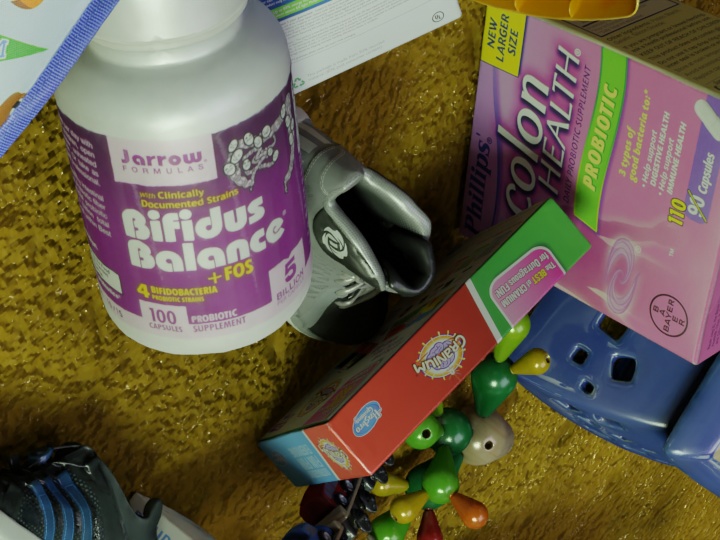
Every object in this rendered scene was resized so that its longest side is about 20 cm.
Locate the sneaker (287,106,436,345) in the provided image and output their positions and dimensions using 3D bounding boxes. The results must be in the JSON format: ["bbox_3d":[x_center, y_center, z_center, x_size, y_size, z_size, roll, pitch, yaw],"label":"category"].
[{"bbox_3d":[0.000,0.000,0.886,0.075,0.115,0.200,-47,144,-16],"label":"sneaker"}]

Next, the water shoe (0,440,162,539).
[{"bbox_3d":[-0.177,0.123,0.817,0.200,0.071,0.079,47,49,-53],"label":"water shoe"}]

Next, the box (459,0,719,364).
[{"bbox_3d":[0.173,-0.073,0.976,0.096,0.199,0.177,-26,134,-38],"label":"box"}]

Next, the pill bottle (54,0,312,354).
[{"bbox_3d":[-0.085,-0.066,0.734,0.112,0.112,0.201,-36,139,-30],"label":"pill bottle"}]

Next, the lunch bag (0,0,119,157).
[{"bbox_3d":[-0.164,-0.135,0.525,0.170,0.124,0.201,33,94,-27],"label":"lunch bag"}]

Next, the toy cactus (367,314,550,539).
[{"bbox_3d":[0.081,0.117,1.112,0.165,0.102,0.201,20,91,-65],"label":"toy cactus"}]

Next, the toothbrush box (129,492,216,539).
[{"bbox_3d":[-0.123,0.257,0.897,0.201,0.146,0.085,-56,146,-6],"label":"toothbrush box"}]

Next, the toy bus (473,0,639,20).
[{"bbox_3d":[0.101,-0.262,0.820,0.193,0.135,0.200,-63,145,-18],"label":"toy bus"}]

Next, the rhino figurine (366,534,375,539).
[{"bbox_3d":[-0.041,0.273,1.075,0.087,0.060,0.201,30,90,-12],"label":"rhino figurine"}]

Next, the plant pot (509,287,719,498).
[{"bbox_3d":[0.260,0.059,1.204,0.201,0.179,0.200,-57,145,-2],"label":"plant pot"}]

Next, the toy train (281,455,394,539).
[{"bbox_3d":[-0.015,0.150,0.972,0.034,0.046,0.200,-39,-171,21],"label":"toy train"}]

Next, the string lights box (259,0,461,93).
[{"bbox_3d":[-0.025,-0.189,0.733,0.102,0.059,0.201,-25,139,-4],"label":"string lights box"}]

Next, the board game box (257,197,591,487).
[{"bbox_3d":[0.036,0.048,0.955,0.200,0.040,0.153,-44,-175,-20],"label":"board game box"}]
